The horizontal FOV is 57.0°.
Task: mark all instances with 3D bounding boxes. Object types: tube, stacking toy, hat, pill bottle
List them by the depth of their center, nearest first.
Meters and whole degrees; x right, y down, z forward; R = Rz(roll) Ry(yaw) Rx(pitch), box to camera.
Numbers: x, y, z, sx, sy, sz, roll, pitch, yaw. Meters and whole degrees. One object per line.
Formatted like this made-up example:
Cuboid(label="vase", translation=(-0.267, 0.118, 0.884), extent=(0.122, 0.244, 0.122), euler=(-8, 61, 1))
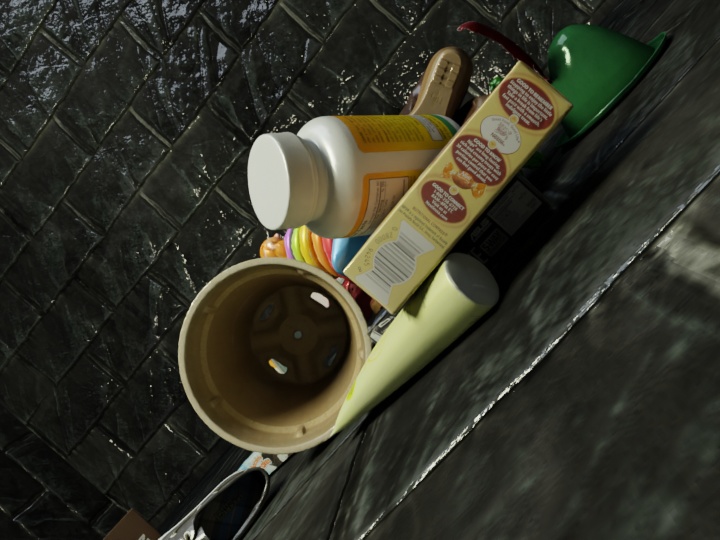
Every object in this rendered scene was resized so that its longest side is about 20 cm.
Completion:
Cuboid(label="tube", translation=(0.034, 0.066, 0.549), extent=(0.058, 0.052, 0.200), euler=(1, -38, -36))
Cuboid(label="pill bottle", translation=(0.002, -0.089, 0.627), extent=(0.199, 0.113, 0.113), euler=(-10, -23, -32))
Cuboid(label="hat", translation=(0.224, -0.258, 0.755), extent=(0.166, 0.176, 0.200), euler=(-49, 1, 8))
Cuboid(label="stacking toy", translation=(-0.049, -0.031, 0.778), extent=(0.199, 0.109, 0.117), euler=(-9, 70, 42))

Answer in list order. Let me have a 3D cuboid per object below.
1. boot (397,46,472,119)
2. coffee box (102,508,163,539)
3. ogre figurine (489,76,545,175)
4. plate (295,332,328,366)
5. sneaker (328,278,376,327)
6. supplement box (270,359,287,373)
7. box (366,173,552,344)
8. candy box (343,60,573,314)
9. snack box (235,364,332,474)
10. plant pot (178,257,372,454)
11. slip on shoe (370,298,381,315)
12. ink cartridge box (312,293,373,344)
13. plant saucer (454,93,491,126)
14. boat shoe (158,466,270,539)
Cuboid(label="boot", translation=(0.079, -0.175, 0.823), extent=(0.201, 0.072, 0.166), euler=(-61, -2, 12))
Cuboid(label="coffee box", translation=(-0.285, 0.382, 0.783), extent=(0.200, 0.114, 0.080), euler=(-47, 1, 38))
Cuboid(label="ogre figurine", translation=(0.169, -0.144, 0.851), extent=(0.098, 0.201, 0.120), euler=(-6, -32, -20))
Cuboid(label="plate", translation=(-0.083, 0.106, 1.037), extent=(0.025, 0.201, 0.200), euler=(-17, 4, 5))
Cuboid(label="sneaker", translation=(0.000, 0.000, 0.863), extent=(0.087, 0.074, 0.201), euler=(-24, -47, -47))
Cuboid(label="supplement box", translation=(-0.132, 0.165, 1.101), extent=(0.074, 0.126, 0.200), euler=(-44, -9, 9))
Cuboid(label="box", translation=(0.097, -0.011, 0.662), extent=(0.200, 0.050, 0.158), euler=(-49, 0, 13))
Cuboid(label="candy box", translation=(0.073, -0.063, 0.533), extent=(0.200, 0.055, 0.115), euler=(-49, 1, 9))
Cuboid(label="snack box", translation=(-0.092, 0.214, 0.907), extent=(0.200, 0.037, 0.116), euler=(-49, 0, 40))
Cuboid(label="plant pot", translation=(-0.084, 0.084, 0.762), extent=(0.201, 0.200, 0.183), euler=(-49, 0, 3))
Cuboid(label="slip on shoe", translation=(0.068, 0.012, 0.847), extent=(0.074, 0.061, 0.200), euler=(-51, -2, 35))
Cuboid(label="ink cartridge box", translation=(-0.002, 0.037, 1.034), extent=(0.125, 0.128, 0.200), euler=(-48, 0, -4))
Cuboid(label="plant saucer", translation=(0.104, -0.123, 0.771), extent=(0.201, 0.034, 0.200), euler=(-58, 10, 16))
Cuboid(label="boat shoe", translation=(-0.163, 0.282, 0.690), extent=(0.200, 0.070, 0.066), euler=(-40, -7, -41))
